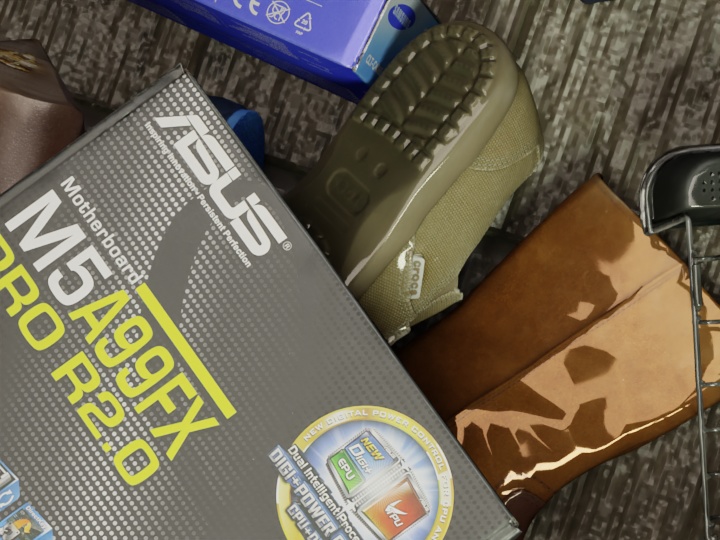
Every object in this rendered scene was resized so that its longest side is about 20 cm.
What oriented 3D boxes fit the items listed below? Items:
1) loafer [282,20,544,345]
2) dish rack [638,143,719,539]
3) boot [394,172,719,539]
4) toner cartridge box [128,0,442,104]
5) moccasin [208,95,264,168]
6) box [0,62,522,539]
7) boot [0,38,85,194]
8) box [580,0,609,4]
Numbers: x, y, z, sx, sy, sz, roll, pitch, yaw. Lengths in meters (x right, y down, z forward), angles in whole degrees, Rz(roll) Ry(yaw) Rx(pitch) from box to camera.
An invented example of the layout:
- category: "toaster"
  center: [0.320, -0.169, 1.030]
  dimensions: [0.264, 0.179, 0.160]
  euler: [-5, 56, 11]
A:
- category: "loafer"
  center: [0.000, 0.000, 0.825]
  dimensions: [0.200, 0.067, 0.076]
  euler: [-47, 42, 12]
- category: "dish rack"
  center: [0.185, 0.048, 0.790]
  dimensions: [0.153, 0.055, 0.201]
  euler: [-3, 86, -1]
- category: "boot"
  center: [0.071, 0.090, 0.837]
  dimensions: [0.200, 0.068, 0.188]
  euler: [-35, 68, 0]
- category: "toner cartridge box"
  center: [-0.068, -0.124, 0.874]
  dimensions: [0.200, 0.095, 0.043]
  euler: [25, 89, 16]
- category: "moccasin"
  center: [-0.104, 0.019, 0.871]
  dimensions: [0.068, 0.080, 0.200]
  euler: [24, 88, 21]
- category: "box"
  center: [-0.066, 0.056, 0.758]
  dimensions: [0.160, 0.044, 0.200]
  euler: [-35, 81, 0]
- category: "boot"
  center: [-0.121, 0.017, 0.818]
  dimensions: [0.186, 0.064, 0.200]
  euler: [16, 94, 24]
- category: "box"
  center: [0.160, -0.174, 0.795]
  dimensions: [0.200, 0.148, 0.105]
  euler: [-6, 81, 15]
